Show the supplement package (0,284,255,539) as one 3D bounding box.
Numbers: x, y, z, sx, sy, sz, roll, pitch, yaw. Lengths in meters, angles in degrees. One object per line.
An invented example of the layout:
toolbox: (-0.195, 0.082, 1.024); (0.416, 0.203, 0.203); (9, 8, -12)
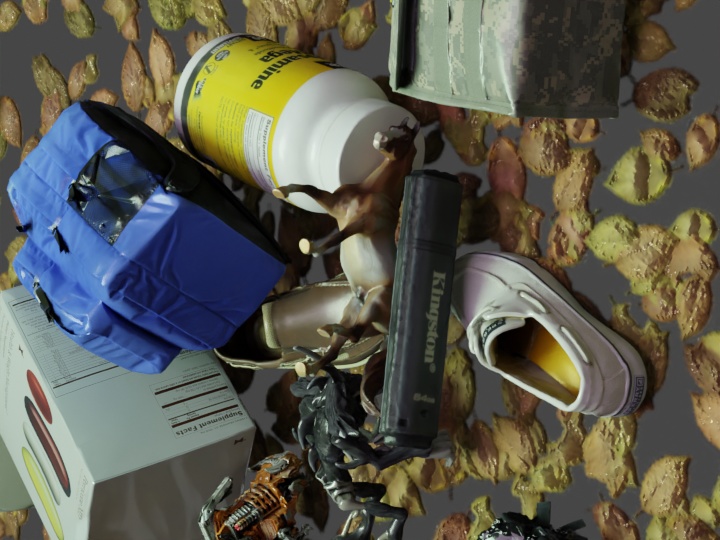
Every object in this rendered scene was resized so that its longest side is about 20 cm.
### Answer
supplement package: (-0.206, 0.129, 1.649); (0.200, 0.147, 0.191); (57, 152, 30)

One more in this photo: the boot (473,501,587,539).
boot: (0.133, 0.273, 1.355); (0.162, 0.073, 0.198); (23, 103, 44)

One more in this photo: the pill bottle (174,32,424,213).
pill bottle: (-0.046, -0.110, 1.508); (0.200, 0.112, 0.113); (25, 111, 46)

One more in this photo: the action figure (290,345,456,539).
action figure: (0.007, 0.139, 1.469); (0.119, 0.102, 0.200); (32, 138, 57)

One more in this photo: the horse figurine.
horse figurine: (0.000, 0.000, 1.407); (0.050, 0.133, 0.200); (1, 104, 39)

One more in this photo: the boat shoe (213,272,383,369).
boat shoe: (-0.044, 0.047, 1.545); (0.202, 0.075, 0.075); (-21, 77, 48)

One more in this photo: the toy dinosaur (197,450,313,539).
toy dinosaur: (-0.096, 0.244, 1.568); (0.200, 0.136, 0.102); (-46, 28, -8)

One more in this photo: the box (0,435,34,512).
box: (-0.388, 0.166, 1.920); (0.200, 0.128, 0.109); (7, 97, 49)

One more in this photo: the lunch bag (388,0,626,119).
lunch bag: (0.084, -0.196, 1.348); (0.200, 0.118, 0.164); (18, 106, 54)

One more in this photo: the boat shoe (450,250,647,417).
boat shoe: (0.110, 0.043, 1.364); (0.200, 0.070, 0.071); (41, 122, 44)

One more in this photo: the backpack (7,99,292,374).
backpack: (-0.191, -0.033, 1.540); (0.168, 0.163, 0.200); (-45, 50, 1)

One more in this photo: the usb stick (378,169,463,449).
usb stick: (0.043, 0.027, 1.396); (0.033, 0.055, 0.200); (3, 83, 33)
